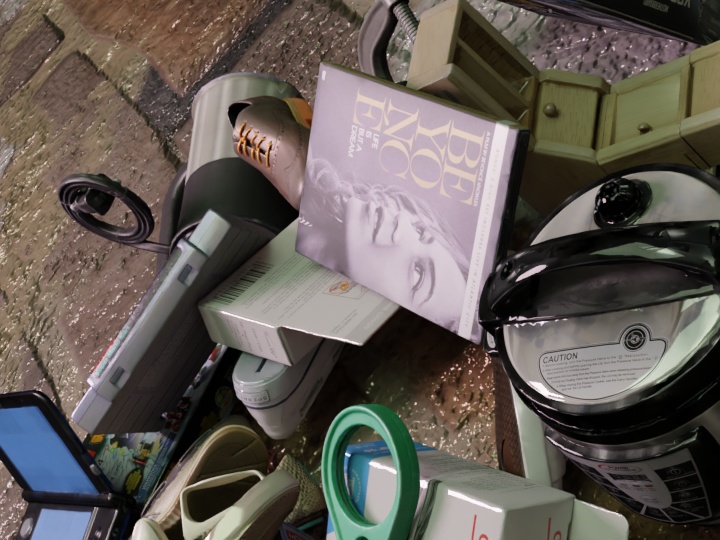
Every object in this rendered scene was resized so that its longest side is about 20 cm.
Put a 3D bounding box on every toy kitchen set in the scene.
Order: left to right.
[{"bbox_3d":[0.160,-0.100,0.904,0.200,0.180,0.164,-18,49,41],"label":"toy kitchen set"}]

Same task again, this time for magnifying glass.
[{"bbox_3d":[0.005,0.184,0.821,0.079,0.022,0.201,-1,91,50],"label":"magnifying glass"}]

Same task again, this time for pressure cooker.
[{"bbox_3d":[0.175,0.037,0.759,0.176,0.200,0.179,-43,38,8],"label":"pressure cooker"}]

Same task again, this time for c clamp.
[{"bbox_3d":[0.047,-0.164,1.076,0.200,0.027,0.171,63,152,11],"label":"c clamp"}]

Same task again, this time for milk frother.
[{"bbox_3d":[-0.155,-0.092,1.196,0.180,0.200,0.188,-20,46,23],"label":"milk frother"}]

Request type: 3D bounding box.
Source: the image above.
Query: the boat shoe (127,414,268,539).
[{"bbox_3d":[-0.139,0.205,1.052,0.200,0.073,0.065,-52,12,9],"label":"boat shoe"}]

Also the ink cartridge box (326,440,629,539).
[{"bbox_3d":[0.065,0.185,0.819,0.200,0.068,0.116,10,98,49],"label":"ink cartridge box"}]

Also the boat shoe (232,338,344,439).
[{"bbox_3d":[-0.049,0.056,1.076,0.073,0.067,0.200,2,37,27],"label":"boat shoe"}]

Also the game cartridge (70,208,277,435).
[{"bbox_3d":[-0.147,0.044,1.061,0.038,0.130,0.200,36,95,21],"label":"game cartridge"}]

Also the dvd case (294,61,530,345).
[{"bbox_3d":[0.028,-0.052,0.920,0.200,0.016,0.149,26,114,42],"label":"dvd case"}]

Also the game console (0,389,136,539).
[{"bbox_3d":[-0.291,0.206,1.121,0.200,0.118,0.171,-12,55,55],"label":"game console"}]

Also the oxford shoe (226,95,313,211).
[{"bbox_3d":[-0.069,-0.095,1.086,0.200,0.073,0.071,-123,44,-63],"label":"oxford shoe"}]

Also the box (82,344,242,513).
[{"bbox_3d":[-0.173,0.118,1.174,0.137,0.040,0.200,6,64,48],"label":"box"}]

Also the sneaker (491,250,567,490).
[{"bbox_3d":[0.134,0.079,0.876,0.073,0.084,0.201,112,158,-70],"label":"sneaker"}]

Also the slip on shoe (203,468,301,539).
[{"bbox_3d":[-0.097,0.229,0.893,0.061,0.076,0.200,36,75,14],"label":"slip on shoe"}]

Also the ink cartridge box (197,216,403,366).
[{"bbox_3d":[0.000,0.000,1.030,0.176,0.045,0.200,12,43,40],"label":"ink cartridge box"}]

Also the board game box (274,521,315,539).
[{"bbox_3d":[-0.076,0.288,0.916,0.200,0.062,0.200,-31,40,24],"label":"board game box"}]

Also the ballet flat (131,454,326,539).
[{"bbox_3d":[-0.123,0.204,0.993,0.200,0.068,0.075,-31,83,-1],"label":"ballet flat"}]

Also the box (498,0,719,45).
[{"bbox_3d":[0.164,-0.228,1.026,0.200,0.157,0.050,26,104,51],"label":"box"}]

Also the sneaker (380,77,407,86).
[{"bbox_3d":[0.031,-0.103,1.030,0.200,0.075,0.088,36,115,53],"label":"sneaker"}]
